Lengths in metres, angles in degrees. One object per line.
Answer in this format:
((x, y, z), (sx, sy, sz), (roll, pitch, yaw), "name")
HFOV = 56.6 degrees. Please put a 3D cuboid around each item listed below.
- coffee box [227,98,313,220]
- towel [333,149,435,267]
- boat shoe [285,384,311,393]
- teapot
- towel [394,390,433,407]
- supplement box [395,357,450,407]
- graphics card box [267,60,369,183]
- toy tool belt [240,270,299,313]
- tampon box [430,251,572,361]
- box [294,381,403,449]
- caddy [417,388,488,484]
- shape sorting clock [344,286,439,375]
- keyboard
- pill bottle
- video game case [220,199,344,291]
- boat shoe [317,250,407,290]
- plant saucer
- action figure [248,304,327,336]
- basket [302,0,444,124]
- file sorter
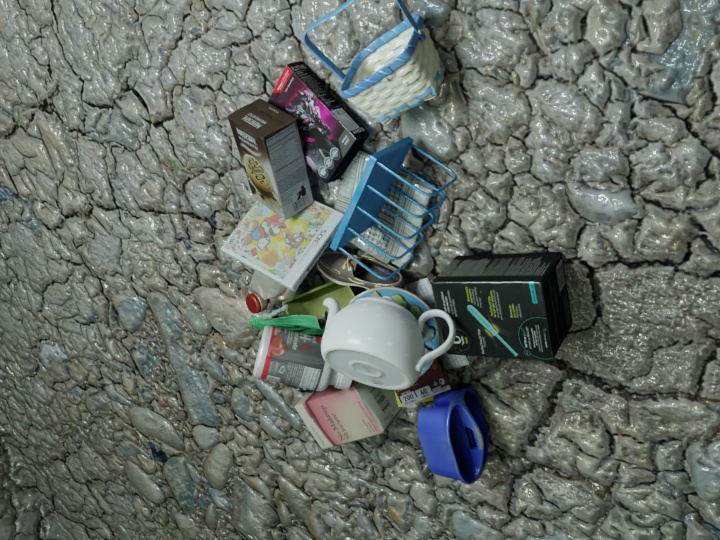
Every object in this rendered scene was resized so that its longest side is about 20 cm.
((-0.168, -0.211, 1.278), (0.113, 0.080, 0.200), (35, 151, 34), "coffee box")
((0.033, -0.115, 1.288), (0.192, 0.035, 0.200), (28, 127, 17), "towel")
((-0.125, 0.251, 1.528), (0.060, 0.074, 0.200), (60, 151, 5), "boat shoe")
((0.036, 0.113, 1.190), (0.200, 0.146, 0.197), (28, 153, -13), "teapot")
((0.097, 0.185, 1.389), (0.086, 0.018, 0.200), (-12, 105, 7), "towel")
((0.093, 0.161, 1.341), (0.109, 0.061, 0.200), (-24, 102, 10), "supplement box")
((-0.088, -0.277, 1.255), (0.200, 0.051, 0.125), (48, 131, 9), "graphics card box")
((-0.165, 0.009, 1.432), (0.125, 0.123, 0.200), (49, 136, 19), "toy tool belt")
((0.251, 0.060, 1.184), (0.200, 0.126, 0.150), (-1, 113, 34), "tampon box")
((-0.026, 0.305, 1.503), (0.200, 0.109, 0.128), (-27, 99, 39), "box")
((0.200, 0.334, 1.355), (0.105, 0.141, 0.200), (-3, 114, 37), "caddy")
((0.052, 0.129, 1.283), (0.200, 0.039, 0.200), (1, 105, 4), "shape sorting clock")
((0.154, 0.110, 1.347), (0.056, 0.011, 0.200), (-19, 104, 38), "keyboard")
((-0.114, 0.187, 1.384), (0.200, 0.111, 0.111), (14, 126, -8), "pill bottle")
((-0.155, -0.073, 1.334), (0.200, 0.182, 0.023), (26, 163, 29), "video game case")
((0.000, 0.000, 1.335), (0.200, 0.072, 0.060), (23, 152, 21), "boat shoe")
((-0.048, 0.118, 1.456), (0.200, 0.048, 0.200), (-22, 102, 38), "plant saucer")
((-0.156, 0.112, 1.436), (0.200, 0.055, 0.118), (0, 148, 23), "action figure")
((0.027, -0.350, 1.084), (0.176, 0.139, 0.200), (-18, 134, 37), "basket")
((0.061, -0.106, 1.171), (0.123, 0.139, 0.200), (35, 127, 13), "file sorter")
